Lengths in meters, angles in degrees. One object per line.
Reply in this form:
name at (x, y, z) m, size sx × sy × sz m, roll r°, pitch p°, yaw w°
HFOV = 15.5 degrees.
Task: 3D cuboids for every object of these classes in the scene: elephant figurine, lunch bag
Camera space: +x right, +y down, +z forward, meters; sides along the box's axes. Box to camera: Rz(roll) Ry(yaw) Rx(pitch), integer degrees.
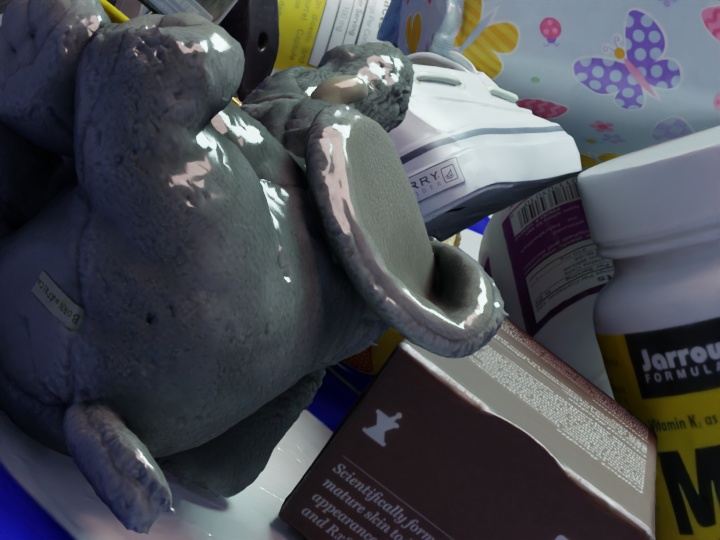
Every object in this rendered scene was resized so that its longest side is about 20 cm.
elephant figurine at (-0.026, -0.006, 0.783) m, size 0.141 × 0.156 × 0.200 m, roll 13°, pitch 0°, yaw 43°
lunch bag at (0.100, -0.104, 1.156) m, size 0.169 × 0.128 × 0.200 m, roll 13°, pitch -13°, yaw -5°

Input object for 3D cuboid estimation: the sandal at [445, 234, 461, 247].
sandal at (0.021, -0.032, 1.381) m, size 0.078 × 0.070 × 0.211 m, roll 41°, pitch 9°, yaw 29°

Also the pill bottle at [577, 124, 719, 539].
pill bottle at (0.155, 0.046, 1.026) m, size 0.114 × 0.114 × 0.201 m, roll -54°, pitch 127°, yaw -82°

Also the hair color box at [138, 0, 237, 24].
hair color box at (-0.126, -0.175, 0.983) m, size 0.200 × 0.061 × 0.099 m, roll 39°, pitch 1°, yaw 16°

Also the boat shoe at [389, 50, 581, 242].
boat shoe at (0.036, -0.053, 1.010) m, size 0.067 × 0.073 × 0.200 m, roll 65°, pitch 10°, yaw 4°

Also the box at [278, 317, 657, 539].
box at (0.043, 0.069, 0.905) m, size 0.100 × 0.075 × 0.200 m, roll 37°, pitch 7°, yaw 3°

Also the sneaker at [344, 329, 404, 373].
sneaker at (0.000, 0.000, 1.127) m, size 0.077 × 0.073 × 0.200 m, roll 48°, pitch 15°, yaw -7°

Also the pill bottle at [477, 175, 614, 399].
pill bottle at (0.117, 0.039, 1.184) m, size 0.112 × 0.112 × 0.200 m, roll 33°, pitch 22°, yaw -20°

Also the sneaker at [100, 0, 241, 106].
sneaker at (-0.066, -0.041, 0.997) m, size 0.200 × 0.073 × 0.077 m, roll 34°, pitch -30°, yaw 19°

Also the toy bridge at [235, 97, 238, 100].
toy bridge at (-0.025, -0.039, 1.245) m, size 0.200 × 0.067 × 0.027 m, roll 35°, pitch 8°, yaw -14°

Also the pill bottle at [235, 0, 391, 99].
pill bottle at (-0.020, -0.103, 1.296) m, size 0.199 × 0.112 × 0.111 m, roll 18°, pitch 10°, yaw -6°

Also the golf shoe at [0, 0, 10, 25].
golf shoe at (-0.175, -0.096, 0.987) m, size 0.200 × 0.078 × 0.095 m, roll 24°, pitch -41°, yaw 60°

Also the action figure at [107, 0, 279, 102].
action figure at (-0.136, -0.110, 1.137) m, size 0.199 × 0.070 × 0.130 m, roll 17°, pitch 15°, yaw 34°
